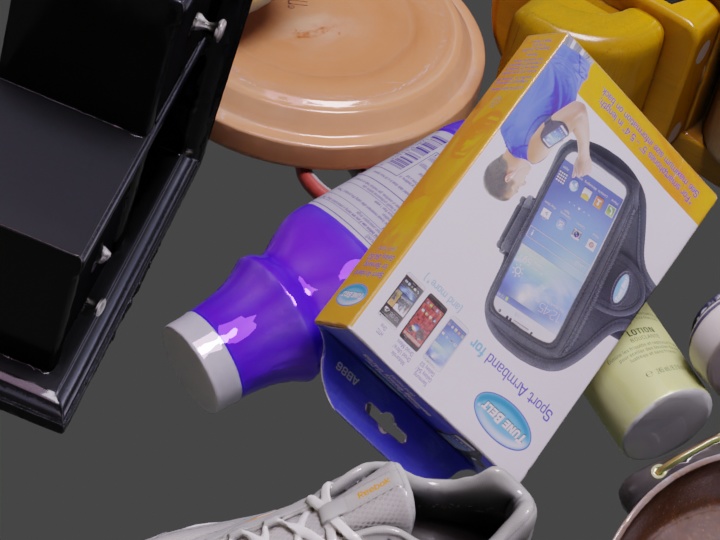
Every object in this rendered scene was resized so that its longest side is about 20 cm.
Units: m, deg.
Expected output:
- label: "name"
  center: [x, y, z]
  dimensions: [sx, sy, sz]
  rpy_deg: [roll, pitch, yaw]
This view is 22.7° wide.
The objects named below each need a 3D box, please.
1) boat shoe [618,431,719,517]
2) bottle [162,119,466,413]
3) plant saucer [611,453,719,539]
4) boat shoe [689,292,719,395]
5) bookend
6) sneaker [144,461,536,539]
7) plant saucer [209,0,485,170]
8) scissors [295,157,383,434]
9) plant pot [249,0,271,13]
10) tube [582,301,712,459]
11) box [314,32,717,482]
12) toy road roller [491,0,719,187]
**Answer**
- label: "boat shoe"
  center: [0.212, 0.084, 0.857]
  dimensions: [0.201, 0.072, 0.061]
  rpy_deg: [-24, 62, -30]
- label: "bottle"
  center: [0.000, 0.000, 0.863]
  dimensions: [0.200, 0.065, 0.084]
  rpy_deg: [-31, 51, -23]
- label: "plant saucer"
  center: [0.173, 0.176, 0.749]
  dimensions: [0.200, 0.034, 0.201]
  rpy_deg: [8, 68, -22]
- label: "boat shoe"
  center: [0.221, 0.012, 0.920]
  dimensions: [0.200, 0.075, 0.093]
  rpy_deg: [2, 39, -41]
- label: "bookend"
  center: [-0.123, -0.072, 0.810]
  dimensions: [0.092, 0.200, 0.199]
  rpy_deg: [22, 45, -1]
- label: "sneaker"
  center: [-0.019, 0.114, 0.747]
  dimensions: [0.199, 0.092, 0.076]
  rpy_deg: [-6, 49, -21]
- label: "plant saucer"
  center: [-0.027, -0.134, 1.006]
  dimensions: [0.199, 0.032, 0.201]
  rpy_deg: [6, 43, -6]
- label: "scissors"
  center: [0.014, 0.000, 0.917]
  dimensions: [0.073, 0.014, 0.200]
  rpy_deg: [1, 48, -16]
- label: "plant pot"
  center: [-0.112, -0.232, 0.947]
  dimensions: [0.200, 0.201, 0.189]
  rpy_deg: [-25, 50, -34]
- label: "tube"
  center: [0.108, 0.007, 0.918]
  dimensions: [0.058, 0.052, 0.200]
  rpy_deg: [35, 19, -48]
- label: "box"
  center: [0.069, 0.003, 0.831]
  dimensions: [0.119, 0.041, 0.200]
  rpy_deg: [43, 72, -23]
- label: "toy road roller"
  center: [0.160, -0.111, 0.989]
  dimensions: [0.200, 0.123, 0.146]
  rpy_deg: [33, 48, 20]
